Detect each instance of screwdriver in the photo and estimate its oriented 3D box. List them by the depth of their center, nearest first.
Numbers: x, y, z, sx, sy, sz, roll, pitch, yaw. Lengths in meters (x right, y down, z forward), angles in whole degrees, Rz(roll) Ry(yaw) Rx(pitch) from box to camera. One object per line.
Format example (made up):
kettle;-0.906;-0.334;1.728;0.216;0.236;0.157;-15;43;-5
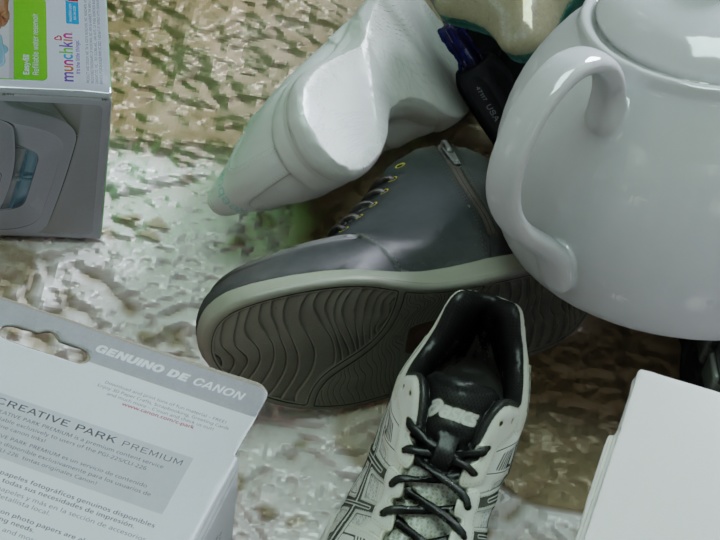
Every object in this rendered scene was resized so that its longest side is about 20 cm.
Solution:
screwdriver;0.033;-0.135;1.398;0.028;0.029;0.200;-42;103;-35

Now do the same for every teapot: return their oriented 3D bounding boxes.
teapot;0.150;-0.072;1.255;0.196;0.147;0.200;2;34;-1

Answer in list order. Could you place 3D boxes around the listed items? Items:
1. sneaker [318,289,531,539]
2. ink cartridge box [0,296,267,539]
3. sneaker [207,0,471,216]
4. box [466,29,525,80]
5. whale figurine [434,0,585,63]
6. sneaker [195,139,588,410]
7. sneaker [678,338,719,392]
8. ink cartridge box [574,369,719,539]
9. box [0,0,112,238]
sneaker;0.026;0.088;1.198;0.075;0.088;0.200;14;44;2
ink cartridge box;-0.157;0.100;1.153;0.199;0.084;0.176;19;43;10
sneaker;-0.014;-0.078;1.391;0.075;0.088;0.200;57;31;-2
box;0.157;-0.147;1.485;0.199;0.079;0.141;1;41;-10
whale figurine;0.134;-0.162;1.388;0.200;0.104;0.159;-42;44;-15
sneaker;0.000;0.000;1.309;0.199;0.075;0.106;-6;39;-30
sneaker;0.182;0.034;1.294;0.079;0.076;0.200;7;42;-6
ink cartridge box;0.171;0.161;1.098;0.199;0.148;0.145;16;43;8
box;-0.212;-0.117;1.372;0.176;0.097;0.200;0;43;-9
